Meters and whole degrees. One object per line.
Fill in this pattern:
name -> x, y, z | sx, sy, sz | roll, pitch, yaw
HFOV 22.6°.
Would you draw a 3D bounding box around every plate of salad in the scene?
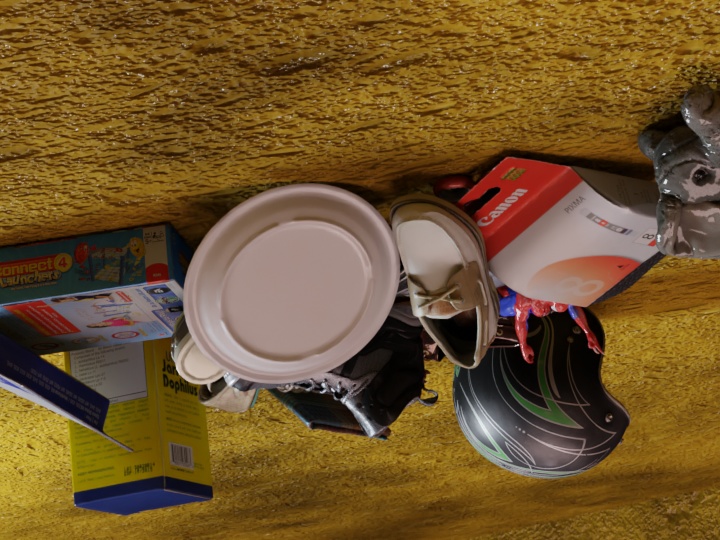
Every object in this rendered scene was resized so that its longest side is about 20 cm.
plate of salad -> -0.062, 0.010, 1.603 | 0.199, 0.201, 0.048 | -1, -153, -20

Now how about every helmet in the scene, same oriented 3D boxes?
helmet -> 0.206, 0.145, 2.080 | 0.199, 0.191, 0.200 | -5, 165, -1

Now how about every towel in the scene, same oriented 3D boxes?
towel -> -0.072, 0.117, 1.937 | 0.147, 0.200, 0.022 | 15, 110, -51

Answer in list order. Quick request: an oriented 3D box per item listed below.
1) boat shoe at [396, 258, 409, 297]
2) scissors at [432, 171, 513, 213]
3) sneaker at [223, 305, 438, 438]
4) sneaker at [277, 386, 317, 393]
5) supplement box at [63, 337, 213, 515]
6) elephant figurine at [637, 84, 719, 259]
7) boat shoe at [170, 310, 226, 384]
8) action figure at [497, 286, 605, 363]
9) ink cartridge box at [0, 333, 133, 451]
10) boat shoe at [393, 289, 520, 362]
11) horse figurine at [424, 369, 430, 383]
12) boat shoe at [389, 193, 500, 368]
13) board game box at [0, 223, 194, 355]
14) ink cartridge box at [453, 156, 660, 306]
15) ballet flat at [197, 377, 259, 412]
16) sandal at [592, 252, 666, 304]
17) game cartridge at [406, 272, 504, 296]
boat shoe -> 0.000, 0.000, 1.731 | 0.200, 0.072, 0.071 | -22, 148, 31
scissors -> 0.090, -0.052, 1.662 | 0.073, 0.014, 0.200 | -5, 163, -9
sneaker -> -0.022, 0.107, 1.700 | 0.199, 0.114, 0.075 | -15, 167, -16
sneaker -> -0.061, 0.097, 1.853 | 0.200, 0.071, 0.073 | 31, 155, -6
supplement box -> -0.232, 0.145, 1.884 | 0.109, 0.201, 0.109 | -12, 164, 20
elephant figurine -> 0.289, -0.079, 1.493 | 0.200, 0.155, 0.142 | 15, -161, -28
boat shoe -> -0.096, 0.018, 1.661 | 0.202, 0.060, 0.072 | -42, 121, 5
action figure -> 0.176, 0.054, 1.813 | 0.065, 0.099, 0.200 | -24, -179, -15
ink cartridge box -> -0.332, 0.095, 1.743 | 0.200, 0.047, 0.198 | 18, 166, 31
boat shoe -> 0.082, 0.065, 1.977 | 0.199, 0.071, 0.070 | -10, 168, 16
horse figurine -> -0.007, 0.077, 1.920 | 0.132, 0.050, 0.200 | 19, 162, 18
boat shoe -> 0.079, 0.012, 1.616 | 0.075, 0.069, 0.200 | -9, 141, 23
board game box -> -0.250, 0.022, 1.709 | 0.195, 0.056, 0.200 | -8, 164, 5
ink cartridge box -> 0.172, -0.032, 1.624 | 0.200, 0.050, 0.162 | 5, 149, -33
ballet flat -> -0.113, 0.062, 1.757 | 0.062, 0.068, 0.200 | 6, 125, -20
sandal -> 0.266, -0.019, 1.821 | 0.075, 0.045, 0.200 | 1, 149, -44
game cartridge -> 0.119, -0.014, 1.775 | 0.200, 0.041, 0.133 | -19, 156, 39
